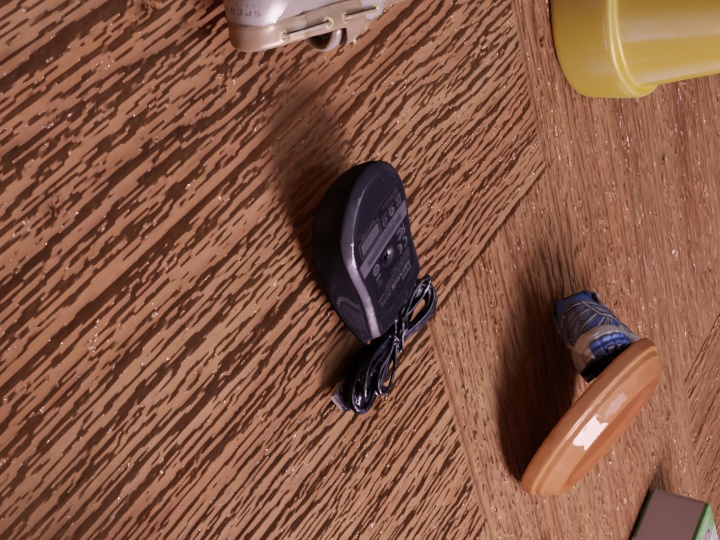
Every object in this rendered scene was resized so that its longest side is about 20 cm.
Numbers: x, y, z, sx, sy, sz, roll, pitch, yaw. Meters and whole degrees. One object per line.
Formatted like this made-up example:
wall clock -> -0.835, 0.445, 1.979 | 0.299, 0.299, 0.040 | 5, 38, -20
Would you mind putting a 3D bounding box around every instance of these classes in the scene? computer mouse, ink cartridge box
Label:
computer mouse -> 0.000, 0.000, 0.881 | 0.139, 0.052, 0.202 | -52, 146, -34
ink cartridge box -> 0.415, 0.411, 1.528 | 0.146, 0.083, 0.201 | -57, 139, -32

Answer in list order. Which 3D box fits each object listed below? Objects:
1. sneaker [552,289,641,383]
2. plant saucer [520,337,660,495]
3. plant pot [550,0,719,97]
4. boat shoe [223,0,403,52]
sneaker -> 0.245, 0.061, 1.218 | 0.086, 0.077, 0.200 | 60, 7, 16
plant saucer -> 0.241, 0.157, 1.181 | 0.200, 0.037, 0.201 | -41, 157, -21
plant pot -> 0.315, -0.271, 1.158 | 0.200, 0.187, 0.204 | -17, 112, -52
boat shoe -> -0.026, -0.185, 0.791 | 0.199, 0.073, 0.070 | -21, 125, -51
